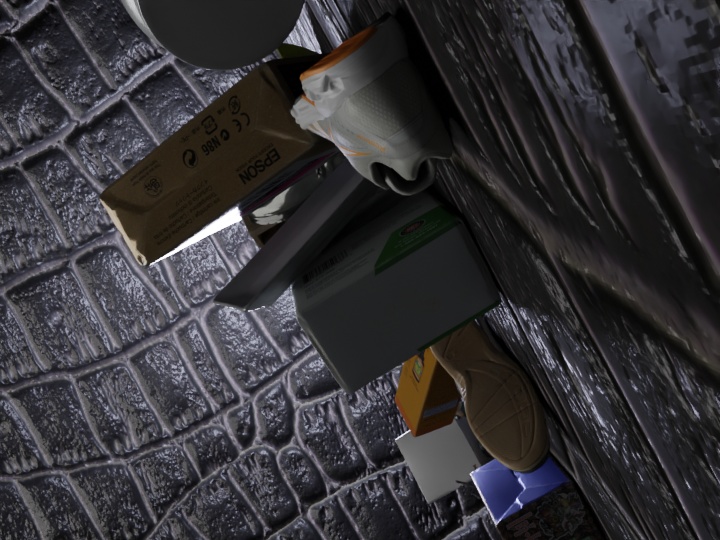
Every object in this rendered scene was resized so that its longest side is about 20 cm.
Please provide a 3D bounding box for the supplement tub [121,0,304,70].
[{"bbox_3d":[-0.126,-0.255,0.621,0.145,0.144,0.201,60,-179,-42],"label":"supplement tub"}]

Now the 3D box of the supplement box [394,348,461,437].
[{"bbox_3d":[0.095,0.126,0.994,0.201,0.068,0.067,97,152,-49],"label":"supplement box"}]

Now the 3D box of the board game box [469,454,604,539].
[{"bbox_3d":[0.227,0.322,0.914,0.201,0.096,0.159,61,-179,-5],"label":"board game box"}]

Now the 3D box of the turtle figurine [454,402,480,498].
[{"bbox_3d":[0.198,0.263,1.182,0.200,0.100,0.151,26,-133,-62],"label":"turtle figurine"}]

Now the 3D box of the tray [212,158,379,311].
[{"bbox_3d":[-0.042,-0.036,0.684,0.022,0.200,0.107,46,164,-17],"label":"tray"}]

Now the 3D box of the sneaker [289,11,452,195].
[{"bbox_3d":[0.008,-0.087,0.492,0.092,0.075,0.200,56,-178,-7],"label":"sneaker"}]

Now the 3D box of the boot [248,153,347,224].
[{"bbox_3d":[-0.063,-0.133,0.810,0.131,0.199,0.068,59,-143,-17],"label":"boot"}]

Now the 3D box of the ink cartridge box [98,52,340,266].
[{"bbox_3d":[-0.095,-0.098,0.670,0.076,0.199,0.165,58,-152,-3],"label":"ink cartridge box"}]

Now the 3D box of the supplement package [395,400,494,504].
[{"bbox_3d":[0.171,0.298,1.350,0.120,0.121,0.199,61,-157,15],"label":"supplement package"}]

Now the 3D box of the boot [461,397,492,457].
[{"bbox_3d":[0.141,0.139,1.096,0.200,0.065,0.166,54,164,43],"label":"boot"}]

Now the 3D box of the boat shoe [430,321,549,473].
[{"bbox_3d":[0.131,0.120,0.767,0.065,0.072,0.200,44,-172,-37],"label":"boat shoe"}]

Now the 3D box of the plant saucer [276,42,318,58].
[{"bbox_3d":[-0.025,-0.182,1.018,0.201,0.048,0.200,61,-179,37],"label":"plant saucer"}]

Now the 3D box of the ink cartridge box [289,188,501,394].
[{"bbox_3d":[0.017,0.000,0.683,0.083,0.146,0.200,58,-177,-19],"label":"ink cartridge box"}]

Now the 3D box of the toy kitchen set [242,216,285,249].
[{"bbox_3d":[0.000,0.000,0.905,0.201,0.179,0.164,63,-177,40],"label":"toy kitchen set"}]
